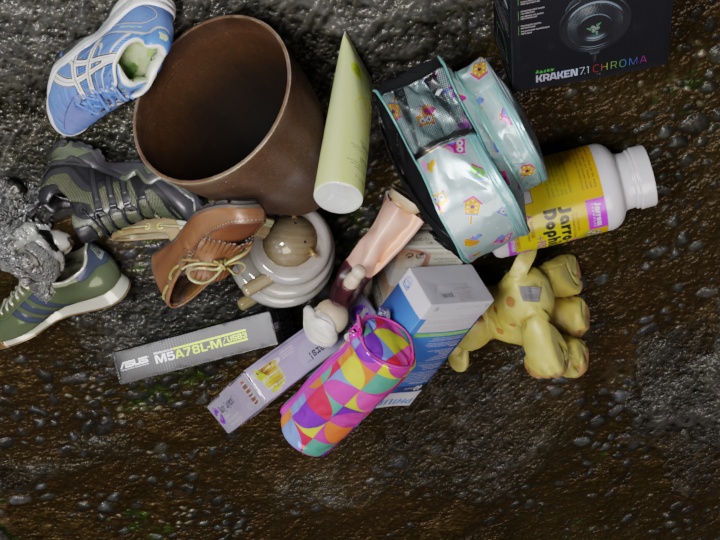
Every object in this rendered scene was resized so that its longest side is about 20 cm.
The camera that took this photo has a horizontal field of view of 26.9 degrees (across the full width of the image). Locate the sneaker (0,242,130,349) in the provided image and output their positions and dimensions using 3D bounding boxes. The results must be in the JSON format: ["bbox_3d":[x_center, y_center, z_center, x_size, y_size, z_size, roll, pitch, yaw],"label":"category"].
[{"bbox_3d":[-0.378,0.020,1.768,0.199,0.067,0.090,-20,130,9],"label":"sneaker"}]

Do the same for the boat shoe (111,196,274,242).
[{"bbox_3d":[-0.189,-0.048,1.668,0.199,0.067,0.074,8,177,25],"label":"boat shoe"}]

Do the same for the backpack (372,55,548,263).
[{"bbox_3d":[0.115,-0.115,1.599,0.153,0.201,0.176,-19,165,7],"label":"backpack"}]

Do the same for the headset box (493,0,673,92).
[{"bbox_3d":[0.226,-0.299,1.530,0.173,0.093,0.201,-10,138,-3],"label":"headset box"}]

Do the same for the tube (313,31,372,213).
[{"bbox_3d":[-0.012,-0.152,1.561,0.052,0.201,0.058,16,142,-12],"label":"tube"}]

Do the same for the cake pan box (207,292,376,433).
[{"bbox_3d":[-0.085,0.113,1.829,0.184,0.052,0.200,-33,176,-26],"label":"cake pan box"}]

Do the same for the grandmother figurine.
[{"bbox_3d":[0.000,0.000,1.692,0.060,0.121,0.200,34,101,7],"label":"grandmother figurine"}]

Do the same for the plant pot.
[{"bbox_3d":[-0.107,-0.137,1.585,0.186,0.188,0.200,-27,149,16],"label":"plant pot"}]

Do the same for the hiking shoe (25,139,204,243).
[{"bbox_3d":[-0.258,-0.067,1.609,0.199,0.101,0.076,17,164,23],"label":"hiking shoe"}]

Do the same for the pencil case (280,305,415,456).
[{"bbox_3d":[-0.017,0.129,1.712,0.088,0.089,0.200,16,133,-28],"label":"pencil case"}]

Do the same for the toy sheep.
[{"bbox_3d":[-0.094,-0.018,1.737,0.137,0.139,0.200,-2,173,-11],"label":"toy sheep"}]

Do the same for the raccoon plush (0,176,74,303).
[{"bbox_3d":[-0.409,-0.009,1.669,0.199,0.134,0.097,-28,137,17],"label":"raccoon plush"}]

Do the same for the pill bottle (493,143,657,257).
[{"bbox_3d":[0.241,-0.087,1.760,0.199,0.105,0.104,-15,139,3],"label":"pill bottle"}]

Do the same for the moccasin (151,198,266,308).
[{"bbox_3d":[-0.157,-0.016,1.554,0.073,0.078,0.201,2,157,-40],"label":"moccasin"}]

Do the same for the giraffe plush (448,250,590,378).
[{"bbox_3d":[0.177,0.058,1.886,0.162,0.173,0.200,-11,155,32],"label":"giraffe plush"}]

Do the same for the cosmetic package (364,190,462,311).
[{"bbox_3d":[0.059,0.007,1.823,0.087,0.104,0.201,-1,136,-14],"label":"cosmetic package"}]

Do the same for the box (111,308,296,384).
[{"bbox_3d":[-0.182,0.087,1.811,0.192,0.048,0.200,-17,180,5],"label":"box"}]

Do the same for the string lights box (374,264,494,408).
[{"bbox_3d":[0.057,0.081,1.763,0.102,0.059,0.200,-2,141,-41],"label":"string lights box"}]

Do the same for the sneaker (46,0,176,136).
[{"bbox_3d":[-0.259,-0.202,1.536,0.075,0.077,0.200,20,131,-33],"label":"sneaker"}]
